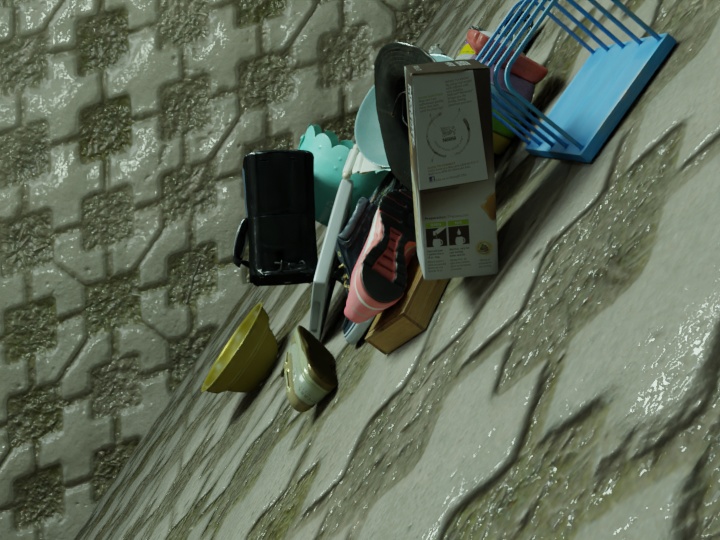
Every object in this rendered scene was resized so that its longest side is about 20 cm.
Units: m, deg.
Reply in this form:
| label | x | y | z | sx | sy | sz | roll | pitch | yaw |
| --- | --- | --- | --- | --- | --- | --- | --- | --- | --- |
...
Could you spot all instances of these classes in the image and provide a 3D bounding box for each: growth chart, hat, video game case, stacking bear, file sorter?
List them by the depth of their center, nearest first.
| label | x | y | z | sx | sy | sz | roll | pitch | yaw |
| --- | --- | --- | --- | --- | --- | --- | --- | --- | --- |
| file sorter | 0.201 | -0.209 | 0.993 | 0.140 | 0.122 | 0.200 | -53 | 10 | 3 |
| hat | 0.093 | -0.183 | 1.148 | 0.080 | 0.203 | 0.200 | -26 | -3 | -26 |
| stacking bear | 0.146 | -0.189 | 1.233 | 0.122 | 0.112 | 0.203 | -81 | 17 | -75 |
| growth chart | 0.065 | -0.180 | 1.504 | 0.196 | 0.018 | 0.145 | -3 | 28 | 21 |
| video game case | -0.047 | -0.010 | 1.508 | 0.183 | 0.023 | 0.203 | 99 | -176 | -55 |

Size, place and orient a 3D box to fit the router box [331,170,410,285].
| label | x | y | z | sx | sy | sz | roll | pitch | yaw |
| --- | --- | --- | --- | --- | --- | --- | --- | --- | --- |
| router box | 0.035 | -0.072 | 1.494 | 0.150 | 0.062 | 0.201 | -49 | 11 | 29 |

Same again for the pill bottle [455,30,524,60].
| label | x | y | z | sx | sy | sz | roll | pitch | yaw |
| --- | --- | --- | --- | --- | --- | --- | --- | --- | --- |
| pill bottle | 0.148 | -0.224 | 1.341 | 0.202 | 0.104 | 0.104 | -57 | 10 | -13 |

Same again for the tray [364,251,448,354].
| label | x | y | z | sx | sy | sz | roll | pitch | yaw |
| --- | --- | --- | --- | --- | --- | --- | --- | --- | --- |
| tray | 0.077 | -0.002 | 1.151 | 0.099 | 0.037 | 0.202 | -40 | 19 | 56 |

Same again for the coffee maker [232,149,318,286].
| label | x | y | z | sx | sy | sz | roll | pitch | yaw |
| --- | --- | --- | --- | --- | --- | --- | --- | --- | --- |
| coffee maker | -0.117 | -0.087 | 1.528 | 0.191 | 0.132 | 0.204 | -17 | 76 | 60 |

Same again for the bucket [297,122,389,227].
| label | x | y | z | sx | sy | sz | roll | pitch | yaw |
| --- | --- | --- | --- | --- | --- | --- | --- | --- | --- |
| bucket | -0.032 | -0.151 | 1.689 | 0.136 | 0.205 | 0.207 | -60 | 9 | 10 |

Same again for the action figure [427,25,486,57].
| label | x | y | z | sx | sy | sz | roll | pitch | yaw |
| --- | --- | --- | --- | --- | --- | --- | --- | --- | --- |
| action figure | 0.149 | -0.305 | 1.562 | 0.201 | 0.101 | 0.120 | -55 | -13 | -37 |

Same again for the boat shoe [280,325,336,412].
| label | x | y | z | sx | sy | sz | roll | pitch | yaw |
| --- | --- | --- | --- | --- | --- | --- | --- | --- | --- |
| boat shoe | -0.080 | 0.134 | 1.336 | 0.067 | 0.074 | 0.200 | -47 | 11 | 7 |

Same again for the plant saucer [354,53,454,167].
| label | x | y | z | sx | sy | sz | roll | pitch | yaw |
| --- | --- | --- | --- | --- | --- | --- | --- | --- | --- |
| plant saucer | 0.083 | -0.235 | 1.471 | 0.198 | 0.039 | 0.204 | -17 | 55 | 25 |

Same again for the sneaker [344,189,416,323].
| label | x | y | z | sx | sy | sz | roll | pitch | yaw |
| --- | --- | --- | --- | --- | --- | --- | --- | --- | --- |
| sneaker | 0.024 | -0.019 | 1.147 | 0.087 | 0.073 | 0.202 | -49 | 10 | 46 |

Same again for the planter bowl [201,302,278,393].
| label | x | y | z | sx | sy | sz | roll | pitch | yaw |
| --- | --- | --- | --- | --- | --- | --- | --- | --- | --- |
| planter bowl | -0.211 | 0.167 | 1.820 | 0.201 | 0.083 | 0.201 | -52 | 11 | 14 |

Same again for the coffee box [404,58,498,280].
| label | x | y | z | sx | sy | sz | roll | pitch | yaw |
| --- | --- | --- | --- | --- | --- | --- | --- | --- | --- |
| coffee box | 0.091 | -0.106 | 0.981 | 0.115 | 0.078 | 0.204 | -96 | 1 | -74 |

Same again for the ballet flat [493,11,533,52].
| label | x | y | z | sx | sy | sz | roll | pitch | yaw |
| --- | --- | --- | --- | --- | --- | --- | --- | --- | --- |
| ballet flat | 0.212 | -0.324 | 1.477 | 0.202 | 0.073 | 0.073 | -57 | 10 | -24 |

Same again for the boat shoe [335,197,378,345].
| label | x | y | z | sx | sy | sz | roll | pitch | yaw |
| --- | --- | --- | --- | --- | --- | --- | --- | --- | --- |
| boat shoe | 0.000 | 0.000 | 1.268 | 0.202 | 0.090 | 0.071 | -63 | -3 | 29 |
